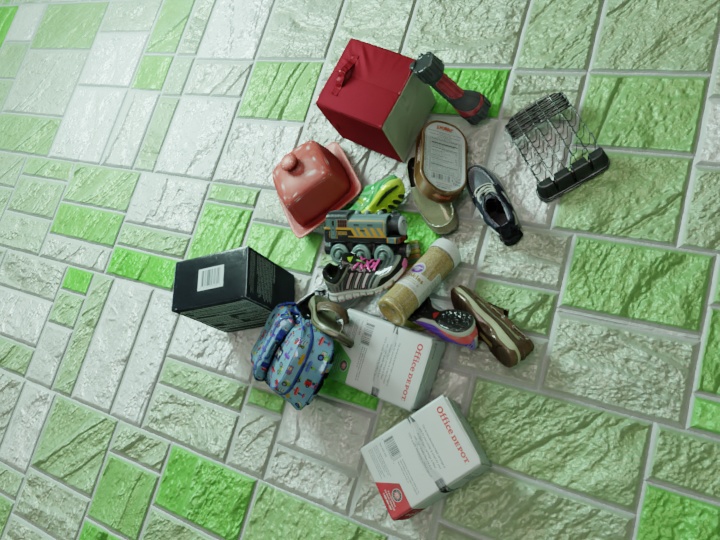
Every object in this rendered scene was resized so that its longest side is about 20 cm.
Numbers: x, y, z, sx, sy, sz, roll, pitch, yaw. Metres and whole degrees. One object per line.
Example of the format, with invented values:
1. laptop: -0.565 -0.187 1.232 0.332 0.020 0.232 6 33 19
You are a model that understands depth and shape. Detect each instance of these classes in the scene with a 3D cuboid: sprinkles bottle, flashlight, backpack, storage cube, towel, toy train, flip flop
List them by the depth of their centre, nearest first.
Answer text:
1. sprinkles bottle: 0.120 0.021 1.252 0.068 0.069 0.200 27 57 30
2. flip flop: -0.055 0.089 1.254 0.058 0.081 0.200 -52 22 9
3. backpack: -0.134 0.175 1.278 0.184 0.134 0.200 -60 18 8
4. flashlight: 0.194 -0.383 1.321 0.068 0.199 0.068 -47 42 16
5. towel: 0.095 0.034 1.338 0.085 0.018 0.203 -14 68 22
6. toy train: 0.011 -0.071 1.338 0.198 0.085 0.116 3 104 25
7. storage cube: 0.038 -0.375 1.404 0.179 0.200 0.172 27 85 24

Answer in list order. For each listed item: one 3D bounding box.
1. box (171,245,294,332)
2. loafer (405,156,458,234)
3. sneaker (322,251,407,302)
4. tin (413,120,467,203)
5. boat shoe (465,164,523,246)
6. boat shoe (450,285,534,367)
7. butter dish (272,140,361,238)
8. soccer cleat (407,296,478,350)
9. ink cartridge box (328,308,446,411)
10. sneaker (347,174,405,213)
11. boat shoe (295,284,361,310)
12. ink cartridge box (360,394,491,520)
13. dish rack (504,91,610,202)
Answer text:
1. box: -0.280 0.048 1.412 0.198 0.198 0.125 -10 66 22
2. loafer: 0.143 -0.164 1.352 0.075 0.068 0.201 -33 61 13
3. sneaker: 0.000 0.000 1.274 0.198 0.088 0.074 -19 25 33
4. tin: 0.173 -0.233 1.332 0.111 0.042 0.202 15 58 -15
5. boat shoe: 0.262 -0.151 1.275 0.074 0.093 0.201 -33 62 12
6. boat shoe: 0.255 0.098 1.218 0.074 0.075 0.203 -24 54 -18
7. butter dish: -0.128 -0.215 1.445 0.199 0.148 0.201 -36 51 12
8. soccer cleat: 0.149 0.102 1.252 0.199 0.074 0.068 19 55 44
9. ink cartridge box: 0.053 0.178 1.262 0.198 0.084 0.148 18 91 29
10. sneaker: 0.020 -0.139 1.413 0.199 0.074 0.084 -35 26 21
11. boat shoe: -0.079 0.063 1.383 0.198 0.068 0.073 -27 63 16
12. ink cartridge box: 0.122 0.350 1.179 0.199 0.084 0.145 -36 60 12
13. dish rack: 0.389 -0.258 1.274 0.152 0.055 0.202 -29 61 13
